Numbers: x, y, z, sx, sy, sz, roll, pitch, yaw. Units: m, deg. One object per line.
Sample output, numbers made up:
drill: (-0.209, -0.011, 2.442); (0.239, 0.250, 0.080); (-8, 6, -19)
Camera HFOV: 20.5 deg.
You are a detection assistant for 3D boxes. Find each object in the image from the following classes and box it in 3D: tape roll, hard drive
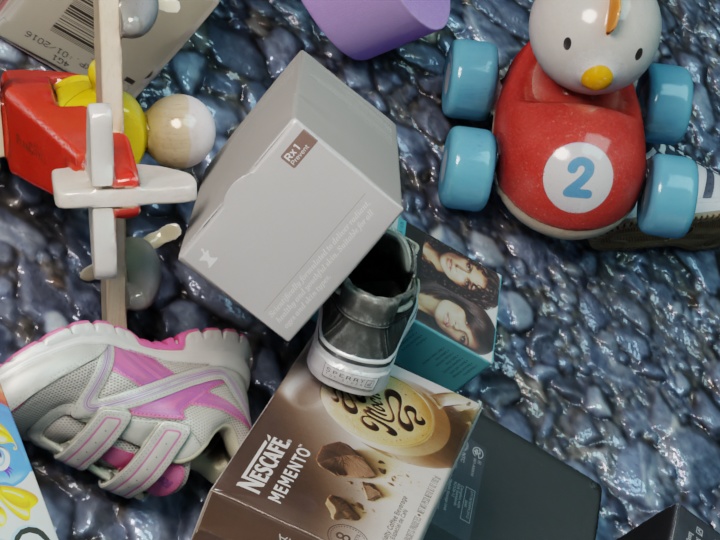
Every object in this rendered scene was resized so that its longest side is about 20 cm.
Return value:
tape roll: (-0.006, -0.257, 1.443); (0.200, 0.066, 0.200); (54, 25, -39)
hard drive: (0.065, 0.151, 1.285); (0.200, 0.033, 0.140); (31, 44, -16)

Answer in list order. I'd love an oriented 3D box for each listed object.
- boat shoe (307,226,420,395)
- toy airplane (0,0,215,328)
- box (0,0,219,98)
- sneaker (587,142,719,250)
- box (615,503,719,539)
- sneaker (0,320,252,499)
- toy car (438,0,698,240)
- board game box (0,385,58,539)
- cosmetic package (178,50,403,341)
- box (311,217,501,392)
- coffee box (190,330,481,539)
boat shoe: (0.010, 0.006, 1.199); (0.072, 0.071, 0.200); (20, 21, -8)
toy airplane: (-0.142, -0.073, 1.152); (0.141, 0.200, 0.199); (-11, 69, -31)
box: (-0.151, -0.232, 1.315); (0.109, 0.128, 0.200); (29, 45, -21)
sneaker: (0.245, -0.076, 1.586); (0.200, 0.070, 0.109); (-2, 64, -38)
box: (0.233, 0.277, 1.287); (0.200, 0.107, 0.149); (37, 43, -13)
sneaker: (-0.133, 0.084, 1.133); (0.200, 0.081, 0.088); (0, 60, -40)
toy car: (0.162, -0.142, 1.422); (0.184, 0.200, 0.177); (7, 52, -4)
board game box: (-0.226, 0.137, 0.996); (0.103, 0.105, 0.200); (-7, 64, -43)
cosmetic package: (-0.038, -0.049, 1.162); (0.090, 0.107, 0.200); (38, 15, -13)
box: (0.000, 0.000, 1.333); (0.200, 0.049, 0.082); (29, 46, -22)
coffee box: (-0.015, 0.128, 1.121); (0.113, 0.080, 0.200); (25, 28, 5)
